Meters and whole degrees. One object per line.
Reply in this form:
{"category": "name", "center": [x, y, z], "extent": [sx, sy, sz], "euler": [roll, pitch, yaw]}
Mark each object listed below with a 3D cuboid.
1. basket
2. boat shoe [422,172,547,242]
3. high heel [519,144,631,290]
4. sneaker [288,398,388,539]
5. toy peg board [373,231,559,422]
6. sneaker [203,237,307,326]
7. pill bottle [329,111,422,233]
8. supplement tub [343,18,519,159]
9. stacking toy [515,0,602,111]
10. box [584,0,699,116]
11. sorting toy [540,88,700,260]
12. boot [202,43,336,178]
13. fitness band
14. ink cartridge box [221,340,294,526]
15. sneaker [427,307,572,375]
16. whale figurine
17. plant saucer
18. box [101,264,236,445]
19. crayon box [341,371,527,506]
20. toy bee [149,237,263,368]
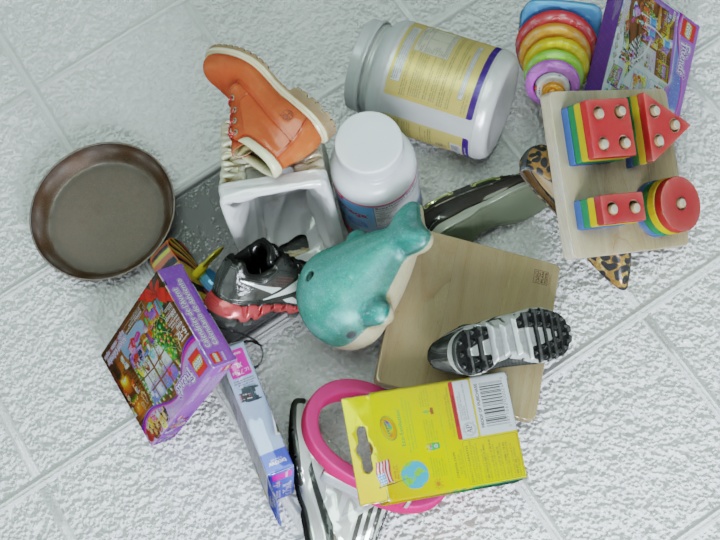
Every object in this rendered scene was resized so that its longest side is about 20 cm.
{"category": "basket", "center": [-0.100, -0.100, 1.651], "extent": [0.134, 0.200, 0.124], "euler": [-10, 62, 2]}
{"category": "boat shoe", "center": [0.167, -0.091, 1.677], "extent": [0.200, 0.072, 0.061], "euler": [-23, 53, -16]}
{"category": "high heel", "center": [0.261, -0.061, 1.614], "extent": [0.071, 0.142, 0.201], "euler": [-28, 80, 39]}
{"category": "sneaker", "center": [-0.022, 0.246, 1.582], "extent": [0.114, 0.076, 0.202], "euler": [-8, 71, -10]}
{"category": "toy peg board", "center": [0.125, 0.075, 1.622], "extent": [0.198, 0.098, 0.202], "euler": [14, 72, -5]}
{"category": "sneaker", "center": [-0.099, 0.007, 1.618], "extent": [0.199, 0.099, 0.071], "euler": [-8, 31, -40]}
{"category": "pill bottle", "center": [0.019, -0.115, 1.637], "extent": [0.108, 0.200, 0.110], "euler": [-2, 68, 6]}
{"category": "supplement tub", "center": [0.092, -0.240, 1.707], "extent": [0.199, 0.146, 0.146], "euler": [20, 72, 13]}
{"category": "stacking toy", "center": [0.248, -0.249, 1.674], "extent": [0.109, 0.117, 0.201], "euler": [5, 43, 7]}
{"category": "box", "center": [0.363, -0.261, 1.701], "extent": [0.136, 0.039, 0.201], "euler": [27, 69, -27]}
{"category": "sorting toy", "center": [0.328, -0.124, 1.593], "extent": [0.198, 0.069, 0.202], "euler": [-6, 86, -33]}
{"category": "boot", "center": [-0.135, -0.191, 1.558], "extent": [0.200, 0.075, 0.107], "euler": [38, 75, 26]}
{"category": "fitness band", "center": [0.023, 0.206, 1.558], "extent": [0.199, 0.038, 0.144], "euler": [25, 49, -4]}
{"category": "ink cartridge box", "center": [-0.120, 0.197, 1.574], "extent": [0.042, 0.120, 0.201], "euler": [-18, 67, -11]}
{"category": "sneaker", "center": [0.158, 0.084, 1.538], "extent": [0.199, 0.090, 0.067], "euler": [-9, 89, -37]}
{"category": "whale figurine", "center": [0.000, 0.000, 1.549], "extent": [0.200, 0.103, 0.160], "euler": [-47, 36, 27]}
{"category": "plant saucer", "center": [-0.342, -0.076, 1.754], "extent": [0.198, 0.032, 0.202], "euler": [-2, 69, 5]}
{"category": "box", "center": [-0.235, 0.104, 1.581], "extent": [0.039, 0.200, 0.137], "euler": [-19, 68, -41]}
{"category": "crayon box", "center": [0.080, 0.194, 1.500], "extent": [0.198, 0.051, 0.128], "euler": [-7, 76, -12]}
{"category": "toy bee", "center": [-0.206, 0.027, 1.648], "extent": [0.199, 0.109, 0.132], "euler": [27, 90, 26]}
